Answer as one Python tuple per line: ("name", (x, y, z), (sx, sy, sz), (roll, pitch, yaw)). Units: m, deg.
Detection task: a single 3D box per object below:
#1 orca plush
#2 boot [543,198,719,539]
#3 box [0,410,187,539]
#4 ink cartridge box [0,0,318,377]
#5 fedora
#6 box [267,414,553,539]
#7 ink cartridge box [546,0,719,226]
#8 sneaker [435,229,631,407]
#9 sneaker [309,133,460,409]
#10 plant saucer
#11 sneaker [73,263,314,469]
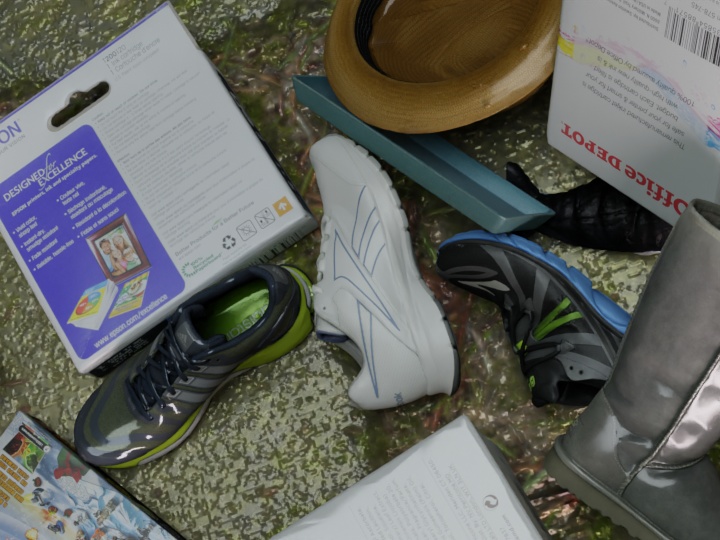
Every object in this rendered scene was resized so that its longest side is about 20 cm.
("orca plush", (0.193, -0.059, 1.072), (0.198, 0.071, 0.107), (8, 78, 14))
("boot", (0.225, 0.080, 0.976), (0.181, 0.073, 0.201), (30, 108, -4))
("box", (-0.198, 0.211, 1.106), (0.199, 0.040, 0.137), (36, 85, 18))
("ink cartridge box", (-0.163, -0.059, 1.164), (0.197, 0.043, 0.201), (-34, 74, 2))
("fedora", (0.074, -0.164, 1.108), (0.199, 0.082, 0.203), (-13, 60, 24))
("box", (0.020, 0.196, 1.003), (0.199, 0.152, 0.107), (-32, 72, 2))
("ink cartridge box", (0.219, -0.151, 0.990), (0.144, 0.202, 0.145), (-27, 48, -30))
("sneaker", (0.126, 0.044, 1.061), (0.199, 0.071, 0.083), (38, 80, 15))
("sneaker", (0.000, 0.000, 1.093), (0.086, 0.075, 0.202), (-20, 71, -3))
("plant saucer", (0.039, -0.081, 1.101), (0.199, 0.070, 0.019), (37, 115, 28))
("sneaker", (-0.121, 0.058, 1.106), (0.200, 0.081, 0.074), (-41, 70, -1))
